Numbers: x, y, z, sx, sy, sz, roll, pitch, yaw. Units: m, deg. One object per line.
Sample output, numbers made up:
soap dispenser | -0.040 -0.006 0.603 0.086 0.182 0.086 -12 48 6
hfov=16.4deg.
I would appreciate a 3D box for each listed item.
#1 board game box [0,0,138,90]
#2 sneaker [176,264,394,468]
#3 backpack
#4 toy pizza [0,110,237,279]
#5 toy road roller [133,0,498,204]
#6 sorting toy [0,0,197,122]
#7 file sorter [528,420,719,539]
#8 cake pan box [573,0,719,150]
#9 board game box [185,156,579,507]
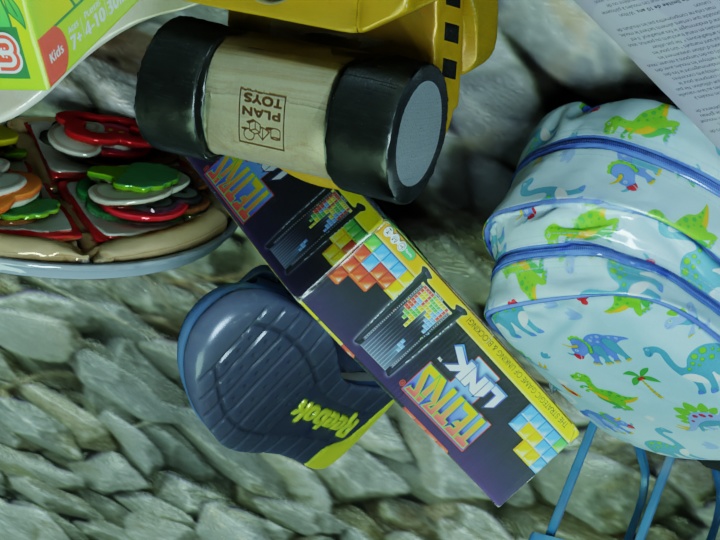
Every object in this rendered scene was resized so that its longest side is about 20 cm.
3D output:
board game box | -0.137 -0.181 0.943 0.047 0.102 0.201 4 123 26
sneaker | -0.049 0.039 1.192 0.082 0.074 0.200 50 -178 22
backpack | 0.145 0.010 1.110 0.163 0.154 0.201 0 130 51
toy pizza | -0.156 -0.047 1.234 0.199 0.200 0.032 16 112 18
toy road roller | -0.007 -0.132 1.018 0.122 0.146 0.202 13 114 24
sorting toy | -0.141 -0.168 1.068 0.179 0.107 0.201 -2 133 21
file sorter | 0.208 0.153 1.308 0.199 0.123 0.139 12 150 23
cake pan box | 0.158 -0.125 0.933 0.184 0.053 0.199 42 149 -26
board game box | 0.000 0.000 1.172 0.165 0.057 0.200 48 -179 -35
